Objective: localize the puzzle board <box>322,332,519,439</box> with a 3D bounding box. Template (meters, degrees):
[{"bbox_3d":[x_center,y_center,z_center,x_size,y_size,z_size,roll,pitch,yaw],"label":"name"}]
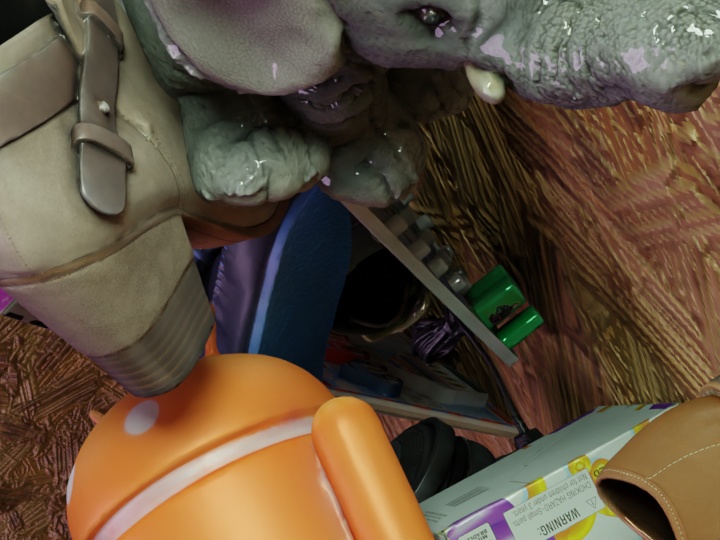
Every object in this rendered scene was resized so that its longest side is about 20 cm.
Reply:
[{"bbox_3d":[-0.017,0.042,1.063,0.200,0.150,0.017,-143,66,-70],"label":"puzzle board"}]

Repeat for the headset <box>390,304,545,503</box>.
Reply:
[{"bbox_3d":[0.049,0.106,0.899,0.094,0.123,0.201,-35,51,55],"label":"headset"}]

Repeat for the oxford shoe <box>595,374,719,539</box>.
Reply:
[{"bbox_3d":[0.135,0.106,0.575,0.200,0.071,0.071,48,161,52],"label":"oxford shoe"}]

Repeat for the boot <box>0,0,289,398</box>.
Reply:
[{"bbox_3d":[-0.085,-0.060,0.685,0.200,0.070,0.146,-85,-27,-53],"label":"boot"}]

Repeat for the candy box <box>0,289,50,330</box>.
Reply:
[{"bbox_3d":[-0.184,-0.034,1.070,0.136,0.061,0.200,45,180,9],"label":"candy box"}]

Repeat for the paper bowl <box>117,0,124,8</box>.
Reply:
[{"bbox_3d":[-0.150,-0.155,0.999,0.201,0.104,0.201,0,-90,-76],"label":"paper bowl"}]

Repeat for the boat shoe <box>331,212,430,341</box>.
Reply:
[{"bbox_3d":[-0.003,0.002,0.946,0.060,0.072,0.202,55,-178,19],"label":"boat shoe"}]

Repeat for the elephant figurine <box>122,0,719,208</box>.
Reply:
[{"bbox_3d":[0.004,-0.099,0.589,0.200,0.155,0.142,143,127,-73],"label":"elephant figurine"}]

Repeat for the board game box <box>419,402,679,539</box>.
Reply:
[{"bbox_3d":[0.107,0.162,0.767,0.200,0.103,0.105,63,169,-1],"label":"board game box"}]

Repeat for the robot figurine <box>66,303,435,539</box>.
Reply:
[{"bbox_3d":[-0.036,0.117,0.744,0.200,0.116,0.144,61,168,18],"label":"robot figurine"}]

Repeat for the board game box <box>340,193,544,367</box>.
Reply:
[{"bbox_3d":[-0.014,-0.072,0.829,0.200,0.026,0.200,56,-173,35],"label":"board game box"}]

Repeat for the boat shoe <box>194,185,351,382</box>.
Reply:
[{"bbox_3d":[-0.055,0.021,0.834,0.069,0.084,0.200,32,143,14],"label":"boat shoe"}]
